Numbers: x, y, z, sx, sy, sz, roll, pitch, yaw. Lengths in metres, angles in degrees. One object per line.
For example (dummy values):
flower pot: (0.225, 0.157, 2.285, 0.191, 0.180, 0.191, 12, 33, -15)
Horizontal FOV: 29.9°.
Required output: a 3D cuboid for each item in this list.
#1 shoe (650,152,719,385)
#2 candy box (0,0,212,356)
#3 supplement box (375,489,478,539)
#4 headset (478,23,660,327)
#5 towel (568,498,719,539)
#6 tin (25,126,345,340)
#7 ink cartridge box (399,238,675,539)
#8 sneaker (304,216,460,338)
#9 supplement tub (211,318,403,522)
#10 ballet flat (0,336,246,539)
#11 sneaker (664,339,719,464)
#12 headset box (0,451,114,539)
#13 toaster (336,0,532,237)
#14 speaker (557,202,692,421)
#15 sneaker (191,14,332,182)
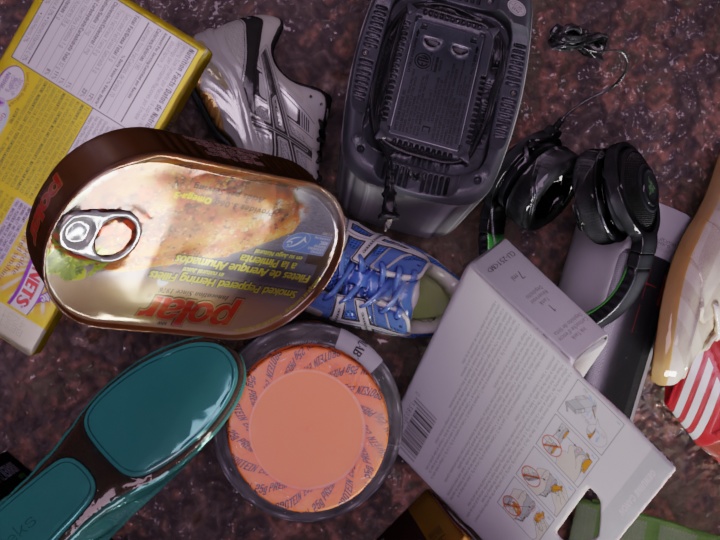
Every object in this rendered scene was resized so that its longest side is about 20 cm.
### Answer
shoe: (0.250, -0.005, 0.934, 0.053, 0.070, 0.202, 16, 62, 23)
candy box: (-0.177, -0.064, 0.768, 0.101, 0.026, 0.202, 31, 92, 0)
supplement box: (0.030, 0.273, 0.883, 0.200, 0.197, 0.133, -44, 92, -4)
headset: (0.136, -0.058, 0.896, 0.122, 0.093, 0.203, 13, 97, 33)
towel: (0.198, 0.274, 0.939, 0.148, 0.031, 0.203, 10, 86, 39)
tin: (-0.095, -0.018, 0.763, 0.198, 0.042, 0.113, 9, 114, -44)
ink cartridge box: (0.110, 0.106, 0.875, 0.043, 0.201, 0.173, -32, 67, -36)
sneaker: (0.000, 0.000, 0.901, 0.198, 0.077, 0.077, 13, 89, -39)
supplement tub: (-0.035, 0.094, 0.882, 0.121, 0.200, 0.125, 0, 88, -4)
ballet flat: (-0.146, 0.116, 0.787, 0.200, 0.071, 0.067, -42, 73, -9)
sneaker: (0.298, 0.043, 0.963, 0.115, 0.078, 0.200, 42, 86, -3)
headset box: (-0.201, 0.225, 0.883, 0.199, 0.174, 0.093, 40, 87, -1)
toaster: (0.044, -0.106, 0.915, 0.112, 0.129, 0.203, 13, 76, -2)
speaker: (0.169, 0.046, 0.955, 0.080, 0.081, 0.203, 18, 87, -2)
sneaker: (-0.049, -0.086, 0.949, 0.087, 0.076, 0.202, -27, 94, -10)
